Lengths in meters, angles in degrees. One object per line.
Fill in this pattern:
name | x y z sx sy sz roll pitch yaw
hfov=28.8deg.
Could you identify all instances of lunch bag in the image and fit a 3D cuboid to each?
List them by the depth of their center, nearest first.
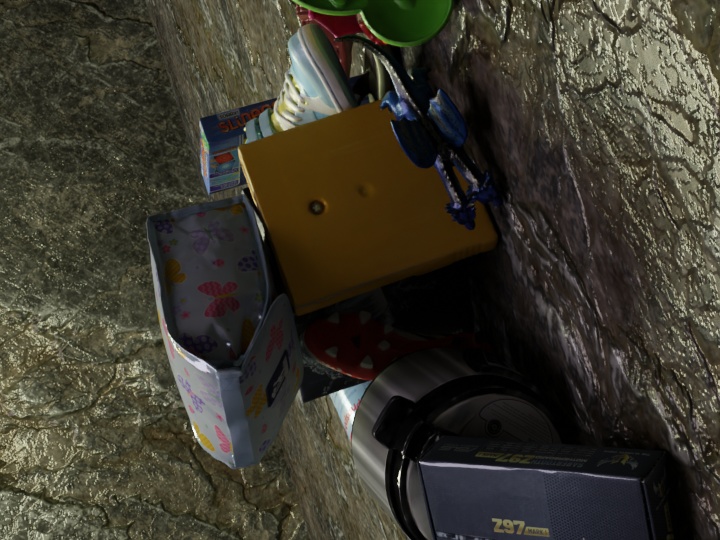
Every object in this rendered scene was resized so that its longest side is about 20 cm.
lunch bag | -0.121 0.062 1.299 0.170 0.126 0.201 84 173 -50

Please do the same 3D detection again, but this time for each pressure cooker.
pressure cooker | 0.095 0.171 1.261 0.200 0.174 0.180 -148 45 -73

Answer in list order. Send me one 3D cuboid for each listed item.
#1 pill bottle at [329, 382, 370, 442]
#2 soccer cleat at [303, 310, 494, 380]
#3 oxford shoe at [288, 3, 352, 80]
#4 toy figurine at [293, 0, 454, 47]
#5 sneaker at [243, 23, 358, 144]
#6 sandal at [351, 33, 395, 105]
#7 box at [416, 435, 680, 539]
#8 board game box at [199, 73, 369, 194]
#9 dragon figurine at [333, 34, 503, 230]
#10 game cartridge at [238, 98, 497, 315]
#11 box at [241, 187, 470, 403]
pill bottle | 0.031 0.178 1.738 0.109 0.108 0.201 86 163 -47
soccer cleat | 0.036 0.089 1.387 0.085 0.198 0.069 120 152 -57
oxford shoe | -0.031 -0.230 1.508 0.074 0.070 0.202 1 -84 -64
toy figurine | 0.008 -0.264 1.301 0.200 0.150 0.184 46 177 9
sneaker | -0.068 -0.154 1.377 0.200 0.130 0.080 63 -174 -59
sandal | 0.008 -0.173 1.494 0.080 0.057 0.202 -120 18 -49
box | 0.151 0.214 1.098 0.199 0.051 0.159 0 111 34
board game box | -0.084 -0.154 1.600 0.136 0.198 0.035 105 146 -67
dragon figurine | 0.058 -0.128 1.223 0.200 0.059 0.100 54 -173 -27
game cartridge | 0.005 -0.068 1.304 0.032 0.198 0.177 91 160 -66
box | 0.000 0.000 1.430 0.118 0.195 0.201 -124 21 -52
